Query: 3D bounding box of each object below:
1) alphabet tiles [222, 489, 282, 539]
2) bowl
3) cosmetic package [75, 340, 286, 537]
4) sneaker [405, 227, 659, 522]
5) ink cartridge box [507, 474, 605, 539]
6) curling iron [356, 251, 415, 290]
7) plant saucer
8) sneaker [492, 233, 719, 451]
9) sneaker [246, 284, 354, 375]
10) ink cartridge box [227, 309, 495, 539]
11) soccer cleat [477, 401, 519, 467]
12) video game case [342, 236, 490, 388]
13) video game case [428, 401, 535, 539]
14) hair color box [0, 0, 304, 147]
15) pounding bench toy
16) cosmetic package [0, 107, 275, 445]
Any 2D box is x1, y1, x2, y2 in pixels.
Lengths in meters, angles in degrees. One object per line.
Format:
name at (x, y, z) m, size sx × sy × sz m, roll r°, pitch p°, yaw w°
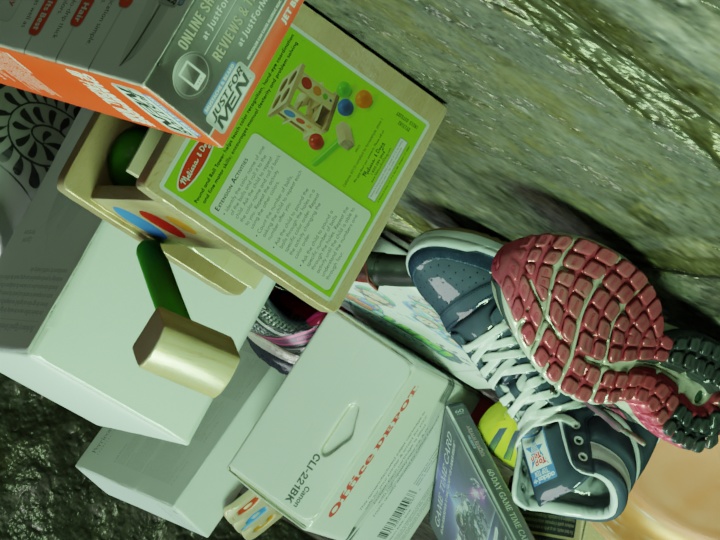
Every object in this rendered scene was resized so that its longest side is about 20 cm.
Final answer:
alphabet tiles at (-0.027, 0.145, 2.068) m, size 0.015 × 0.196 × 0.200 m, roll 49°, pitch 175°, yaw 16°
bowl at (-0.261, -0.039, 1.756) m, size 0.201 × 0.201 × 0.094 m, roll 27°, pitch -148°, yaw 11°
cosmetic package at (-0.124, 0.108, 2.086) m, size 0.151 × 0.200 × 0.052 m, roll 17°, pitch 157°, yaw 49°
sneaker at (0.097, 0.067, 1.522) m, size 0.200 × 0.109 × 0.070 m, roll 40°, pitch 137°, yaw -15°
ink cartridge box at (0.219, 0.202, 1.847) m, size 0.200 × 0.075 × 0.165 m, roll 13°, pitch 175°, yaw -15°
curling iron at (0.000, 0.000, 1.647) m, size 0.200 × 0.026 × 0.050 m, roll 7°, pitch -174°, yaw 29°
plant saucer at (0.231, 0.145, 1.655) m, size 0.200 × 0.037 × 0.200 m, roll 18°, pitch 147°, yaw 12°
sneaker at (0.132, 0.042, 1.433) m, size 0.075 × 0.081 × 0.200 m, roll 22°, pitch 168°, yaw 47°
sneaker at (-0.090, 0.010, 1.923) m, size 0.200 × 0.081 × 0.075 m, roll 21°, pitch 146°, yaw 15°
ink cartridge box at (0.004, 0.123, 1.890) m, size 0.084 × 0.144 × 0.200 m, roll 34°, pitch -179°, yaw 22°
soccer cleat at (0.139, 0.104, 1.789) m, size 0.084 × 0.065 × 0.200 m, roll 42°, pitch 162°, yaw -26°
video game case at (0.036, 0.025, 1.778) m, size 0.200 × 0.024 × 0.182 m, roll 32°, pitch 168°, yaw -14°
video game case at (0.099, 0.214, 1.857) m, size 0.143 × 0.019 × 0.200 m, roll 96°, pitch 156°, yaw -48°
hair color box at (-0.122, -0.136, 1.220) m, size 0.200 × 0.111 × 0.064 m, roll 19°, pitch 166°, yaw 45°
pounding bench toy at (-0.081, -0.034, 1.347) m, size 0.124 × 0.200 × 0.156 m, roll 34°, pitch 167°, yaw -23°
cosmetic package at (-0.140, -0.007, 1.612) m, size 0.123 × 0.200 × 0.199 m, roll 33°, pitch 169°, yaw -19°
